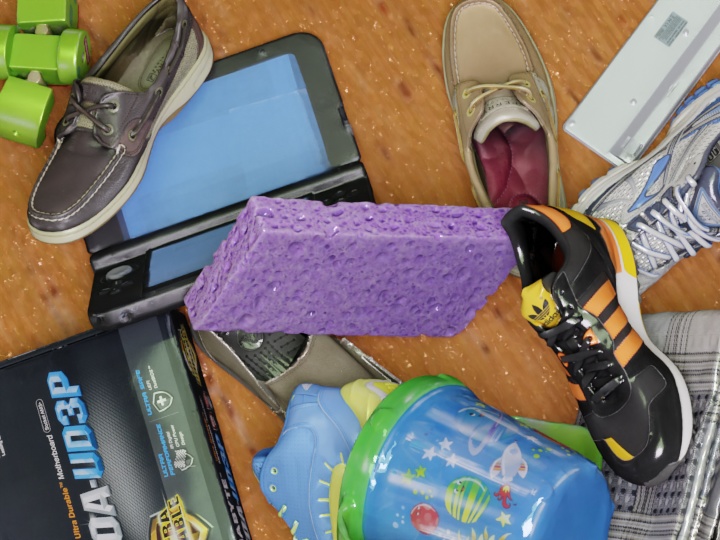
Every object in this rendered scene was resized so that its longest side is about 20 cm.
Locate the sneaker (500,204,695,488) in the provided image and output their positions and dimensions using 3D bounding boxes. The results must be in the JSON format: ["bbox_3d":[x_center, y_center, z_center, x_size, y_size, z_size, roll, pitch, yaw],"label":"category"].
[{"bbox_3d":[0.135,0.044,1.398,0.070,0.090,0.200,-43,45,34],"label":"sneaker"}]

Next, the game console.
[{"bbox_3d":[-0.101,-0.062,1.525,0.200,0.176,0.116,-20,106,3],"label":"game console"}]

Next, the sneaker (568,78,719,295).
[{"bbox_3d":[0.206,-0.044,1.487,0.077,0.085,0.200,41,87,-25],"label":"sneaker"}]

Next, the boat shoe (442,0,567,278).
[{"bbox_3d":[0.100,-0.097,1.530,0.074,0.066,0.200,-16,78,3],"label":"boat shoe"}]

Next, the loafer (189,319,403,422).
[{"bbox_3d":[-0.034,0.075,1.511,0.200,0.070,0.075,31,85,11],"label":"loafer"}]

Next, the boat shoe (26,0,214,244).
[{"bbox_3d":[-0.170,-0.106,1.530,0.073,0.065,0.200,10,54,27],"label":"boat shoe"}]

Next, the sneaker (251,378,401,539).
[{"bbox_3d":[-0.017,0.160,1.480,0.105,0.076,0.200,12,105,21],"label":"sneaker"}]

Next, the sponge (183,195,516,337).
[{"bbox_3d":[0.000,0.000,1.455,0.200,0.112,0.030,2,53,-30],"label":"sponge"}]

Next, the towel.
[{"bbox_3d":[0.179,0.117,1.425,0.035,0.200,0.193,22,81,-23],"label":"towel"}]

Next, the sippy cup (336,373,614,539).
[{"bbox_3d":[0.077,0.145,1.391,0.130,0.140,0.178,17,65,37],"label":"sippy cup"}]

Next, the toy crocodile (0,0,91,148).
[{"bbox_3d":[-0.217,-0.184,1.589,0.067,0.062,0.200,4,75,7],"label":"toy crocodile"}]

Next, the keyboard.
[{"bbox_3d":[0.219,-0.160,1.560,0.056,0.011,0.200,36,85,16],"label":"keyboard"}]

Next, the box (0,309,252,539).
[{"bbox_3d":[-0.167,0.141,1.517,0.159,0.046,0.200,-19,78,9],"label":"box"}]
